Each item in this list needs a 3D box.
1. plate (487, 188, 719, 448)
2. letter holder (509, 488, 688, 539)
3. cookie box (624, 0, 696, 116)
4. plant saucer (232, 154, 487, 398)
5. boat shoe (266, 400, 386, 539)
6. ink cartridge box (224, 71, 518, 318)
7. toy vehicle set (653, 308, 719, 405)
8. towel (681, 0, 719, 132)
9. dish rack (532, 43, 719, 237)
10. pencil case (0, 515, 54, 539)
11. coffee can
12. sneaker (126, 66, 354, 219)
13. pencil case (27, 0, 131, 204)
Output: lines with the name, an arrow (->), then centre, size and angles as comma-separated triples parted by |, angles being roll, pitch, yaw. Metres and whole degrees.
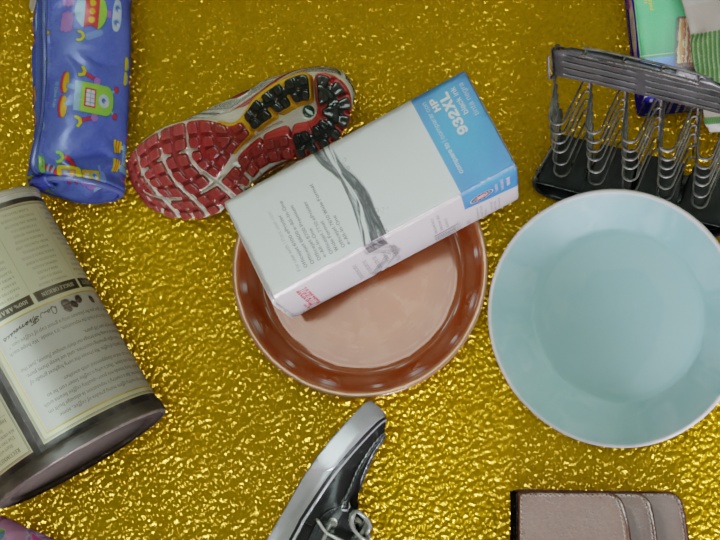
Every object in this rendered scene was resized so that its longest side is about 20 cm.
plate -> 0.196, 0.036, 1.502 | 0.199, 0.026, 0.201 | 3, 101, 17
letter holder -> 0.184, 0.265, 1.467 | 0.142, 0.101, 0.201 | 1, 84, 2
cookie box -> 0.307, -0.217, 1.517 | 0.199, 0.075, 0.172 | -6, 84, 3
plant saucer -> 0.000, 0.000, 1.539 | 0.199, 0.032, 0.201 | 0, 84, 3
boat shoe -> -0.025, 0.197, 1.499 | 0.068, 0.074, 0.200 | 32, 88, 11
ink cartridge box -> 0.011, -0.052, 1.455 | 0.200, 0.145, 0.084 | -28, 82, 1
toy vehicle set -> 0.340, 0.021, 1.515 | 0.200, 0.027, 0.124 | -38, 83, 0
towel -> 0.284, -0.201, 1.402 | 0.023, 0.152, 0.201 | -19, 101, -32
dish rack -> 0.204, -0.098, 1.449 | 0.153, 0.200, 0.055 | 13, 72, 12
pencil case -> -0.208, 0.262, 1.499 | 0.199, 0.087, 0.088 | 22, 86, 5
coffee can -> -0.259, 0.058, 1.493 | 0.146, 0.146, 0.200 | -31, 83, 1
sneaker -> -0.090, -0.101, 1.540 | 0.199, 0.082, 0.078 | -20, 103, 16
pencil case -> -0.222, -0.153, 1.541 | 0.087, 0.078, 0.201 | 6, 80, -35
